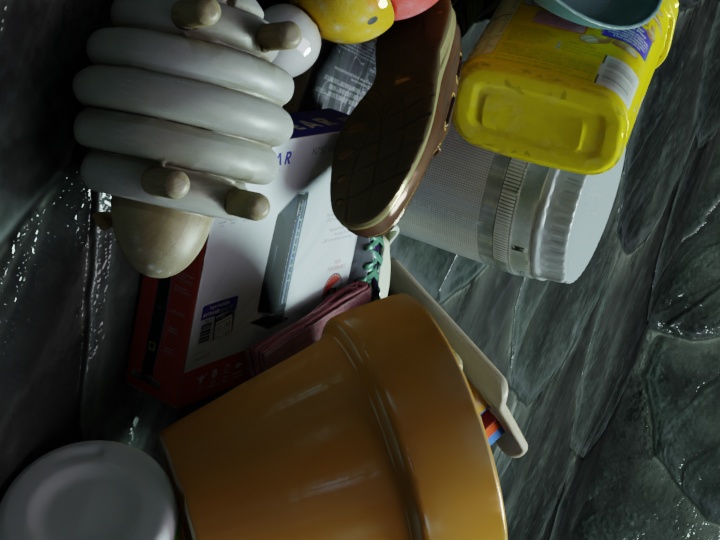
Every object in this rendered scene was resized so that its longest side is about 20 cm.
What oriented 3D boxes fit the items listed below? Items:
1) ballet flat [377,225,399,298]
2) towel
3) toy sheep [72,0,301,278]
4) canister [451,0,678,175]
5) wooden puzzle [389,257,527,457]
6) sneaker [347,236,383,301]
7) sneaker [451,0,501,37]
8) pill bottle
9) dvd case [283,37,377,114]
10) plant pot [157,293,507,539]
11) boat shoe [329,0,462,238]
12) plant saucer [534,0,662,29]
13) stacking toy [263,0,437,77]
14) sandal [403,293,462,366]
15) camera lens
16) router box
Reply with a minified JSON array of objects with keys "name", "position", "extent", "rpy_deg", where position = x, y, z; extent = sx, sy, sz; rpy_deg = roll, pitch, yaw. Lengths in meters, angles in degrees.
[{"name":"ballet flat","position":[-0.016,0.040,1.185],"extent":[0.069,0.069,0.203],"rpy_deg":[1,107,-69]},{"name":"towel","position":[-0.037,0.122,1.046],"extent":[0.144,0.023,0.203],"rpy_deg":[-30,129,-51]},{"name":"toy sheep","position":[-0.095,-0.096,0.767],"extent":[0.138,0.136,0.203],"rpy_deg":[18,86,-70]},{"name":"canister","position":[0.164,-0.169,1.112],"extent":[0.201,0.147,0.087],"rpy_deg":[-59,160,-48]},{"name":"wooden puzzle","position":[0.082,0.096,1.351],"extent":[0.046,0.186,0.200],"rpy_deg":[-38,155,-7]},{"name":"sneaker","position":[0.000,0.000,1.106],"extent":[0.074,0.087,0.202],"rpy_deg":[-16,133,-63]},{"name":"sneaker","position":[0.071,-0.229,1.185],"extent":[0.083,0.071,0.199],"rpy_deg":[-56,168,22]},{"name":"pill bottle","position":[-0.162,0.213,0.896],"extent":[0.111,0.110,0.202],"rpy_deg":[-53,154,-38]},{"name":"dvd case","position":[-0.031,-0.101,1.086],"extent":[0.148,0.016,0.203],"rpy_deg":[5,105,-69]},{"name":"plant pot","position":[-0.028,0.138,0.898],"extent":[0.181,0.201,0.202],"rpy_deg":[-17,137,-14]},{"name":"boat shoe","position":[0.036,-0.104,0.991],"extent":[0.068,0.071,0.202],"rpy_deg":[51,47,-46]},{"name":"plant saucer","position":[0.153,-0.265,1.070],"extent":[0.036,0.200,0.200],"rpy_deg":[-34,-169,45]},{"name":"stacking toy","position":[-0.001,-0.204,0.957],"extent":[0.200,0.146,0.146],"rpy_deg":[-49,155,-11]},{"name":"sandal","position":[0.049,0.067,1.122],"extent":[0.212,0.069,0.079],"rpy_deg":[155,-46,-85]},{"name":"camera lens","position":[0.113,-0.089,1.206],"extent":[0.160,0.198,0.161],"rpy_deg":[-52,153,-41]},{"name":"router box","position":[-0.072,-0.016,0.981],"extent":[0.199,0.048,0.182],"rpy_deg":[-18,125,-57]}]
